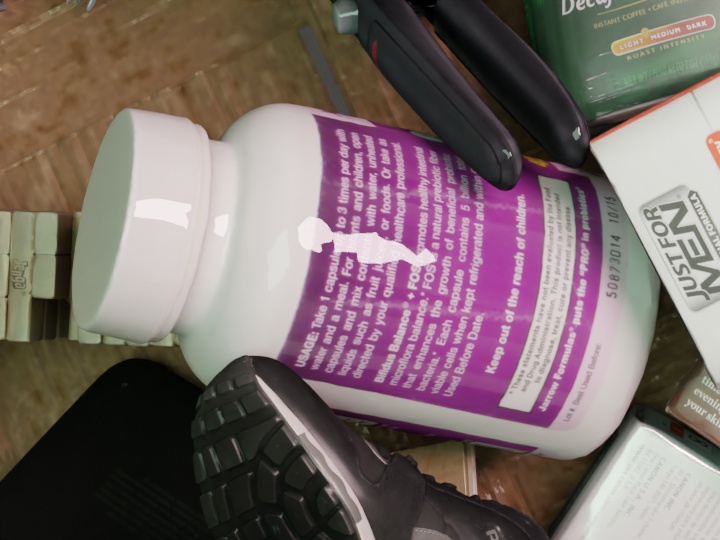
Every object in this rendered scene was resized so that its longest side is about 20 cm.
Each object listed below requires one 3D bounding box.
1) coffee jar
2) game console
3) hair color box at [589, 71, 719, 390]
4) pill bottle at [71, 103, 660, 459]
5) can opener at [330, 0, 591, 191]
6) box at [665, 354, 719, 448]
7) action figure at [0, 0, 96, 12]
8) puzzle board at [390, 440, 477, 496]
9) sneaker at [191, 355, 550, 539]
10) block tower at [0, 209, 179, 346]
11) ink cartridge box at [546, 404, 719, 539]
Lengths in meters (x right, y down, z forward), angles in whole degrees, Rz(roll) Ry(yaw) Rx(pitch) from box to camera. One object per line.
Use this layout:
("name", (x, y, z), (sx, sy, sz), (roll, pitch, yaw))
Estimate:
("coffee jar", (0.097, -0.156, 1.112), (0.104, 0.085, 0.200), (-16, 86, 13))
("game console", (-0.065, 0.161, 1.158), (0.200, 0.116, 0.176), (29, 68, 34))
("hair color box", (0.192, -0.049, 1.025), (0.200, 0.061, 0.102), (-27, 90, 12))
("pill bottle", (0.000, 0.000, 1.085), (0.200, 0.112, 0.112), (12, 94, -17))
("can opener", (0.027, -0.091, 1.098), (0.063, 0.079, 0.200), (-21, 42, -4))
("box", (0.211, -0.003, 1.093), (0.100, 0.075, 0.200), (36, 101, 11))
("action figure", (-0.168, -0.171, 1.190), (0.200, 0.069, 0.130), (9, 84, 10))
("puzzle board", (-0.012, 0.175, 1.140), (0.151, 0.017, 0.200), (-13, 73, 34))
("sneaker", (0.020, 0.106, 1.054), (0.200, 0.088, 0.076), (55, 140, -6))
("block tower", (-0.115, 0.002, 1.184), (0.200, 0.054, 0.058), (3, 92, 14))
("ink cartridge box", (0.147, 0.170, 1.134), (0.200, 0.050, 0.162), (32, 98, -3))
